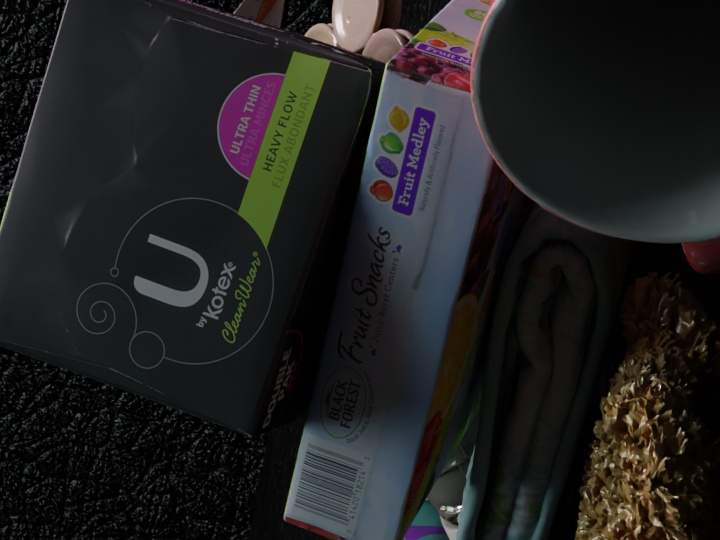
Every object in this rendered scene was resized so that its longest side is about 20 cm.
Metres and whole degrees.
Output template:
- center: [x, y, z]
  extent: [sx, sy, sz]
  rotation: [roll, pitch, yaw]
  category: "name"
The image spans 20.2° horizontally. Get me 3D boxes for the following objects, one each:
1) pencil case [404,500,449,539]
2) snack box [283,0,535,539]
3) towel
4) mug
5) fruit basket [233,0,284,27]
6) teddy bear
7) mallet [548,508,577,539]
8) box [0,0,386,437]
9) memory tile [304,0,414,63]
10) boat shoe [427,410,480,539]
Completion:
- center: [0.028, 0.167, 1.051]
  extent: [0.085, 0.092, 0.200]
  rotation: [64, -157, -9]
  category: "pencil case"
- center: [0.032, -0.006, 0.806]
  extent: [0.142, 0.053, 0.200]
  rotation: [-53, -20, -61]
  category: "snack box"
- center: [0.090, 0.013, 0.875]
  extent: [0.171, 0.048, 0.200]
  rotation: [-64, -11, -49]
  category: "towel"
- center: [0.105, -0.109, 0.730]
  extent: [0.200, 0.133, 0.178]
  rotation: [-83, 7, -47]
  category: "mug"
- center: [-0.082, -0.059, 1.022]
  extent: [0.185, 0.094, 0.200]
  rotation: [-57, 0, -24]
  category: "fruit basket"
- center: [0.103, 0.095, 0.753]
  extent: [0.145, 0.067, 0.200]
  rotation: [106, 171, -68]
  category: "teddy bear"
- center: [0.094, 0.172, 0.921]
  extent: [0.200, 0.041, 0.066]
  rotation: [-113, 30, -71]
  category: "mallet"
- center: [-0.050, -0.027, 0.833]
  extent: [0.200, 0.124, 0.149]
  rotation: [-5, -67, -76]
  category: "box"
- center: [-0.015, -0.054, 1.096]
  extent: [0.200, 0.017, 0.153]
  rotation: [-56, 42, 41]
  category: "memory tile"
- center: [0.046, 0.084, 1.032]
  extent: [0.060, 0.072, 0.202]
  rotation: [62, 176, -12]
  category: "boat shoe"
